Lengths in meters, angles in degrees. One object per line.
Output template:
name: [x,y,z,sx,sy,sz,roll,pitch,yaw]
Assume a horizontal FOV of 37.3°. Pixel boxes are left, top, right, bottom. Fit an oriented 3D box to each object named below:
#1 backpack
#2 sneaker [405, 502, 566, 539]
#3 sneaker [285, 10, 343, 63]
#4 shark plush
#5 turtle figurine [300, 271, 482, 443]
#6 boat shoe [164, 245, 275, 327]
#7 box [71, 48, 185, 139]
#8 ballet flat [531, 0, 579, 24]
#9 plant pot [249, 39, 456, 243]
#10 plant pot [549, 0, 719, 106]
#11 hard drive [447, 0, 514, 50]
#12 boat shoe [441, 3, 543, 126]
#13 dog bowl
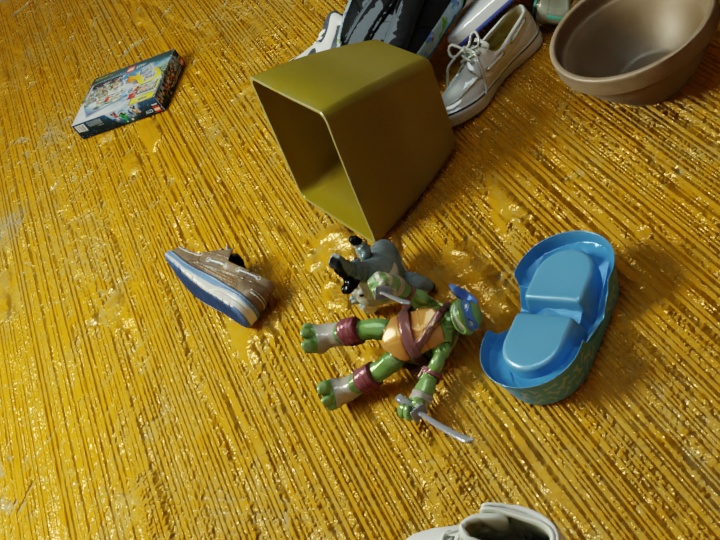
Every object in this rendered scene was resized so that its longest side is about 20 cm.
backpack: [0.048,-0.343,1.522,0.163,0.154,0.201,22,61,7]
sneaker: [0.101,0.238,0.928,0.199,0.116,0.074,-4,50,36]
sneaker: [-0.053,-0.339,1.663,0.198,0.080,0.130,-24,39,16]
shark plush: [0.000,0.000,1.206,0.091,0.200,0.084,-23,79,31]
turtle figurine: [0.022,0.083,1.117,0.193,0.144,0.200,-21,30,30]
boat shoe: [-0.185,0.009,1.424,0.072,0.072,0.200,-44,48,-17]
box: [-0.428,-0.325,1.969,0.199,0.038,0.137,-13,44,28]
ballet flat: [0.291,-0.416,1.502,0.063,0.068,0.201,13,56,11]
plant pot: [0.005,-0.190,1.387,0.176,0.201,0.200,-35,37,-16]
plant pot: [0.335,-0.263,1.275,0.200,0.093,0.201,-20,41,19]
hard drive: [0.210,-0.403,1.487,0.200,0.025,0.132,-37,18,41]
boat shoe: [0.161,-0.286,1.436,0.202,0.086,0.075,-44,38,-9]
dog bowl: [0.200,0.051,1.095,0.111,0.050,0.200,3,52,39]
